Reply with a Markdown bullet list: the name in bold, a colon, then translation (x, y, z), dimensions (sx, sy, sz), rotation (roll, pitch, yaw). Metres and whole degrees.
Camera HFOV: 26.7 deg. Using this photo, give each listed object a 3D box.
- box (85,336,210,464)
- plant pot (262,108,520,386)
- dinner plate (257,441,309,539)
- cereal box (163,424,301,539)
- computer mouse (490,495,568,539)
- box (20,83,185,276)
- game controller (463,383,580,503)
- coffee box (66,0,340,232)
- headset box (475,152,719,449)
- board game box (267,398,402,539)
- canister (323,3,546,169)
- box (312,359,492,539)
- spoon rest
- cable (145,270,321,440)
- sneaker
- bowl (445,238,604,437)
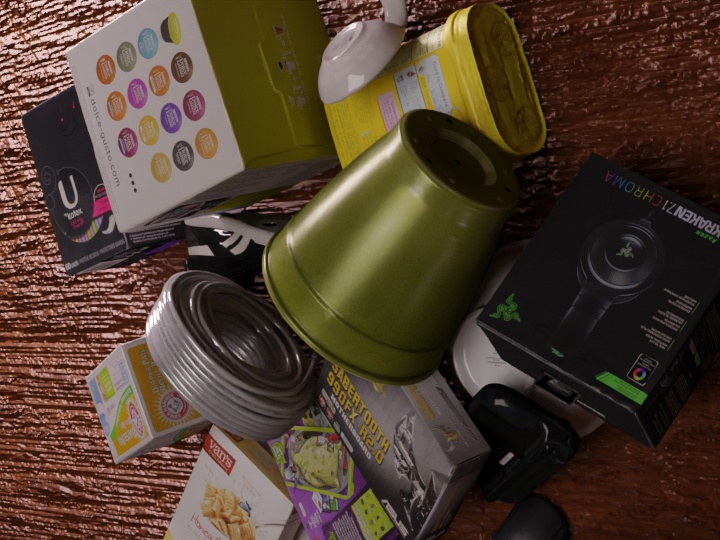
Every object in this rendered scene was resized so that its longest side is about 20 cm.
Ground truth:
- **box**: translation (-0.230, 0.139, 1.715), dimensions (0.114, 0.100, 0.200), rotation (69, 155, 7)
- **plant pot**: translation (0.042, -0.034, 1.379), dimensions (0.201, 0.199, 0.193), rotation (51, 125, 20)
- **dinner plate**: translation (-0.099, 0.249, 1.729), dimensions (0.198, 0.024, 0.203), rotation (8, 102, 38)
- **cereal box**: translation (-0.146, 0.291, 1.734), dimensions (0.144, 0.039, 0.202), rotation (39, 121, 28)
- **computer mouse**: translation (0.163, 0.334, 1.513), dimensions (0.140, 0.046, 0.201), rotation (42, 122, 27)
- **box**: translation (-0.298, -0.110, 1.771), dimensions (0.122, 0.106, 0.202), rotation (-21, 84, 39)
- **game controller**: translation (0.136, 0.167, 1.446), dimensions (0.104, 0.042, 0.200), rotation (40, 152, 5)
- **coffee box**: translation (-0.148, -0.175, 1.575), dimensions (0.197, 0.199, 0.202), rotation (-22, 85, 39)
- **headset box**: translation (0.222, 0.030, 1.316), dimensions (0.173, 0.093, 0.201), rotation (31, 80, 31)
- **board game box**: translation (-0.021, 0.224, 1.599), dimensions (0.120, 0.032, 0.201), rotation (-42, 53, 20)
- **canister**: translation (0.067, -0.154, 1.477), dimensions (0.199, 0.086, 0.150), rotation (-19, 87, 41)
- **box**: translation (0.035, 0.147, 1.479), dimensions (0.201, 0.048, 0.159), rotation (56, 148, 26)
- **spoon rest**: translation (0.011, -0.228, 1.467), dimensions (0.099, 0.201, 0.061), rotation (-27, 122, 35)
- **cable**: translation (-0.134, 0.086, 1.578), dimensions (0.199, 0.200, 0.069), rotation (38, 111, -15)
- **sneaker**: translation (-0.116, -0.004, 1.671), dimensions (0.199, 0.073, 0.113), rotation (14, 110, 45)
- **bowl**: translation (0.151, 0.076, 1.448), dimensions (0.199, 0.090, 0.204), rotation (9, 104, 37)
